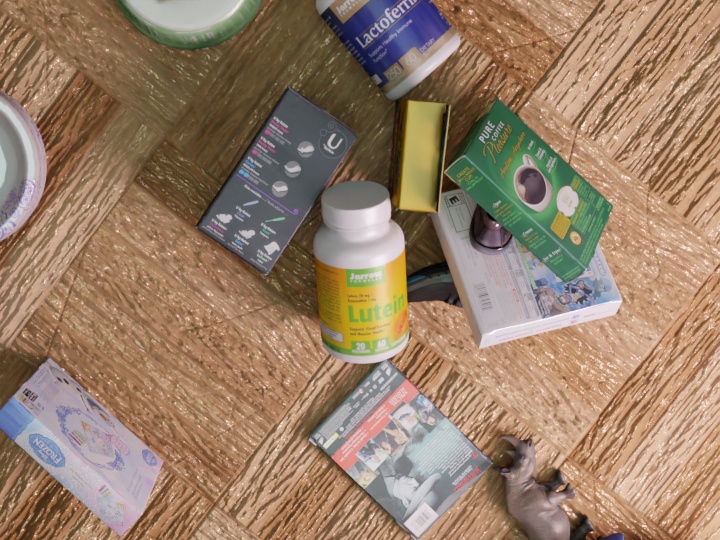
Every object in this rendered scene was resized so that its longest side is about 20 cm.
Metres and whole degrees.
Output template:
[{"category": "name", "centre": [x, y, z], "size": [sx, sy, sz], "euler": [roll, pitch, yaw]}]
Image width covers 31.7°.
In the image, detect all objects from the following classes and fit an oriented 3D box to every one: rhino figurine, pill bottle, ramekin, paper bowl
[{"category": "rhino figurine", "centre": [0.234, 0.299, 1.638], "size": [0.087, 0.060, 0.201], "euler": [-32, 97, -2]}, {"category": "pill bottle", "centre": [0.000, 0.000, 1.529], "size": [0.110, 0.111, 0.202], "euler": [-6, 118, -3]}, {"category": "ramekin", "centre": [-0.207, -0.367, 1.504], "size": [0.197, 0.098, 0.203], "euler": [0, 97, -4]}, {"category": "pill bottle", "centre": [0.018, -0.315, 1.518], "size": [0.116, 0.116, 0.200], "euler": [-41, 97, 2]}, {"category": "paper bowl", "centre": [-0.477, -0.126, 1.515], "size": [0.198, 0.104, 0.203], "euler": [0, 98, -3]}]

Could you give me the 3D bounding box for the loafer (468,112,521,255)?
[{"category": "loafer", "centre": [0.174, -0.116, 1.531], "size": [0.071, 0.063, 0.202], "euler": [10, 61, 3]}]

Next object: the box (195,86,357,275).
[{"category": "box", "centre": [-0.100, -0.110, 1.532], "size": [0.106, 0.122, 0.201], "euler": [33, 94, -7]}]

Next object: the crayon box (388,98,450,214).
[{"category": "crayon box", "centre": [0.067, -0.139, 1.500], "size": [0.050, 0.200, 0.129], "euler": [5, 97, -4]}]

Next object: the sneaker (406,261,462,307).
[{"category": "sneaker", "centre": [0.146, 0.027, 1.591], "size": [0.197, 0.073, 0.083], "euler": [-7, 101, -1]}]

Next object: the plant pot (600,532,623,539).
[{"category": "plant pot", "centre": [0.350, 0.461, 1.579], "size": [0.178, 0.200, 0.202], "euler": [18, 120, 2]}]

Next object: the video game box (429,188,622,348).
[{"category": "video game box", "centre": [0.197, -0.020, 1.541], "size": [0.180, 0.047, 0.202], "euler": [-13, 63, -8]}]

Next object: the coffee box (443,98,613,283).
[{"category": "coffee box", "centre": [0.199, -0.094, 1.479], "size": [0.200, 0.044, 0.123], "euler": [40, 49, -11]}]

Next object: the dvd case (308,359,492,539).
[{"category": "dvd case", "centre": [0.052, 0.231, 1.637], "size": [0.200, 0.022, 0.146], "euler": [44, 93, -7]}]

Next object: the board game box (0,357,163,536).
[{"category": "board game box", "centre": [-0.333, 0.206, 1.518], "size": [0.199, 0.200, 0.043], "euler": [43, 95, -7]}]
